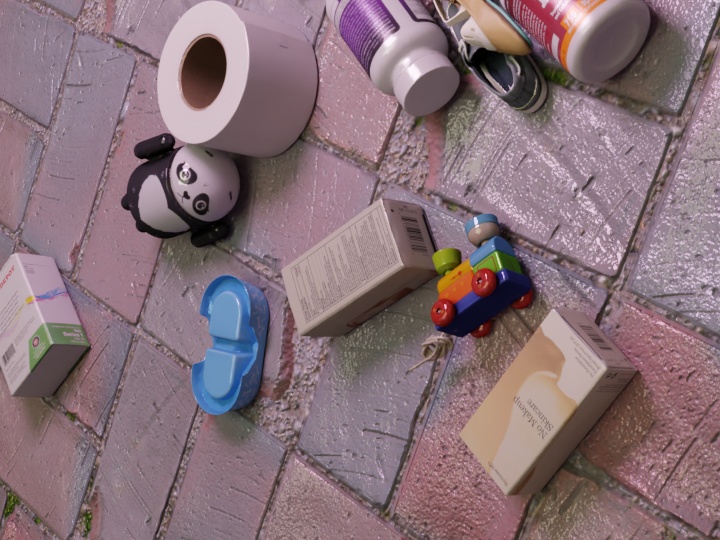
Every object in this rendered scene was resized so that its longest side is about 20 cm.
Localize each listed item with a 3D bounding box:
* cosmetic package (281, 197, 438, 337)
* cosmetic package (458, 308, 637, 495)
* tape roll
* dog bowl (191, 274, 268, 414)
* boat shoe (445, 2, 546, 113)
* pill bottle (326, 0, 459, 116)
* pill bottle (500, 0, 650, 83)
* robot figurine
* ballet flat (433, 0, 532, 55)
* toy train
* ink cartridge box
[{"bbox_3d":[0.000,0.000,1.675,0.199,0.087,0.104,-32,66,35],"label":"cosmetic package"},{"bbox_3d":[0.213,0.152,1.471,0.105,0.071,0.201,49,117,34],"label":"cosmetic package"},{"bbox_3d":[-0.177,-0.271,1.836,0.201,0.138,0.205,-6,80,42],"label":"tape roll"},{"bbox_3d":[-0.186,0.109,1.863,0.111,0.049,0.203,8,91,43],"label":"dog bowl"},{"bbox_3d":[0.156,-0.276,1.578,0.073,0.061,0.201,-49,55,28],"label":"boat shoe"},{"bbox_3d":[0.045,-0.297,1.651,0.112,0.111,0.201,-49,55,27],"label":"pill bottle"},{"bbox_3d":[0.231,-0.316,1.478,0.113,0.112,0.200,-55,53,23],"label":"pill bottle"},{"bbox_3d":[-0.270,-0.118,1.914,0.199,0.149,0.126,-16,62,41],"label":"robot figurine"},{"bbox_3d":[0.138,-0.308,1.552,0.063,0.069,0.201,-41,51,10],"label":"ballet flat"},{"bbox_3d":[0.112,0.026,1.578,0.200,0.084,0.117,-38,51,33],"label":"toy train"},{"bbox_3d":[-0.560,0.093,2.188,0.145,0.083,0.201,-47,57,29],"label":"ink cartridge box"}]
